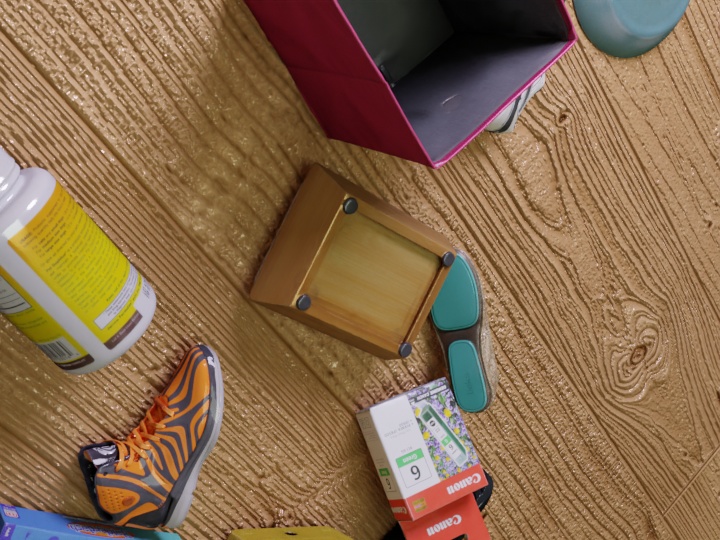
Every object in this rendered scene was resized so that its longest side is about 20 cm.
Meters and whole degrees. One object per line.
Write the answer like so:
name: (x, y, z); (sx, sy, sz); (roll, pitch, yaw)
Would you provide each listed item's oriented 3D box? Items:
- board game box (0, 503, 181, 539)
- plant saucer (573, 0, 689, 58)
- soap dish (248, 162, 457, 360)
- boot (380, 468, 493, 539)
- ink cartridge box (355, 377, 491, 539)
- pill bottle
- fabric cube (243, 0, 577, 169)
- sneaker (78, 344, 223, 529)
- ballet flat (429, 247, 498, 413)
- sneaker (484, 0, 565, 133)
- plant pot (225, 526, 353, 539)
board game box: (-0.292, 0.326, 0.930); (0.200, 0.045, 0.152); (21, 93, -35)
plant saucer: (0.340, -0.356, 1.111); (0.200, 0.036, 0.200); (-10, 110, -28)
soap dish: (0.000, 0.000, 0.986); (0.200, 0.081, 0.158); (27, 90, -35)
boot: (0.118, 0.360, 1.175); (0.198, 0.073, 0.163); (-42, 120, -6)
ink cartridge box: (0.083, 0.237, 1.074); (0.109, 0.050, 0.200); (-18, 83, -26)
pill bottle: (-0.275, -0.011, 0.798); (0.109, 0.109, 0.200); (-43, 122, -13)
fabric cube: (0.039, -0.242, 0.864); (0.196, 0.199, 0.200); (-43, 122, -13)
sneaker: (-0.208, 0.165, 0.912); (0.112, 0.078, 0.200); (11, 99, -34)
ballet flat: (0.123, 0.067, 1.094); (0.065, 0.070, 0.200); (-30, 115, -65)
sneaker: (0.177, -0.246, 1.035); (0.088, 0.076, 0.200); (28, 92, -50)
plant pot: (-0.067, 0.384, 1.008); (0.200, 0.200, 0.177); (8, 88, -33)
